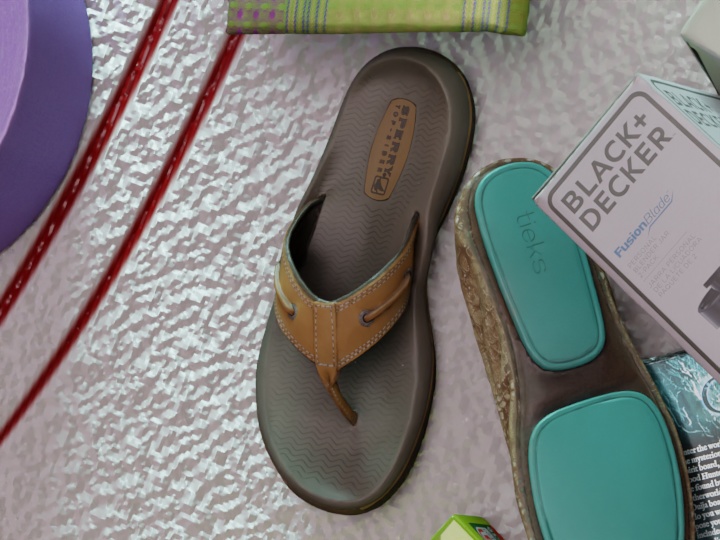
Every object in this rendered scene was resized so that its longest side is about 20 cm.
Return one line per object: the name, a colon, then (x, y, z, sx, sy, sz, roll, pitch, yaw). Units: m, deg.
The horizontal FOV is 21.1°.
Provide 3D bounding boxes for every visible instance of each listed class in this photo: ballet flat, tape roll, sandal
ballet flat: (0.084, 0.054, 0.770, 0.070, 0.065, 0.202, -10, 72, -5)
tape roll: (-0.227, -0.094, 0.903, 0.198, 0.066, 0.202, -3, 81, 18)
sandal: (0.000, 0.000, 0.813, 0.081, 0.055, 0.202, 15, 87, 21)

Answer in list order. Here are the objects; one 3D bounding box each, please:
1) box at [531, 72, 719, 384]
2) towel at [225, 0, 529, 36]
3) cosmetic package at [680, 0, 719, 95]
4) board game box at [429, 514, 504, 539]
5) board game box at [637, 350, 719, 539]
box: (0.165, 0.020, 0.685, 0.200, 0.116, 0.060, 46, 109, 21)
towel: (0.016, -0.195, 0.806, 0.142, 0.023, 0.202, 2, 82, 23)
cosmetic package: (0.212, -0.143, 0.735, 0.071, 0.105, 0.201, 35, 93, 21)
board game box: (0.012, 0.207, 0.781, 0.102, 0.048, 0.200, 43, 97, 20)
board game box: (0.217, 0.076, 0.739, 0.198, 0.028, 0.137, -15, 77, 17)
